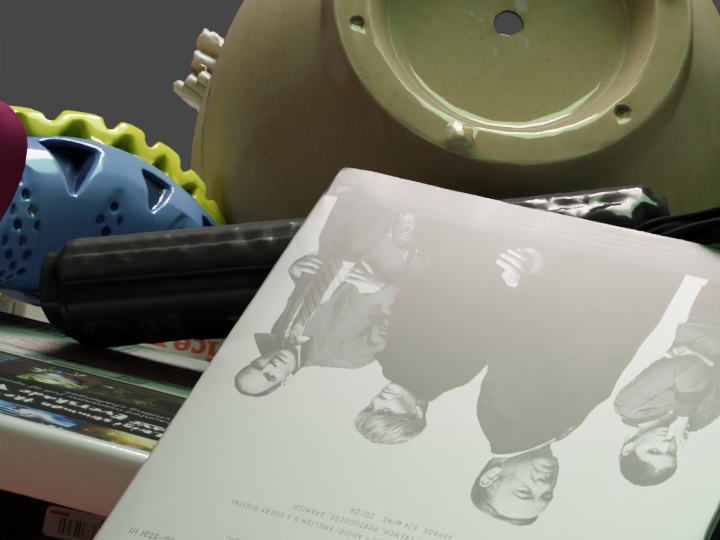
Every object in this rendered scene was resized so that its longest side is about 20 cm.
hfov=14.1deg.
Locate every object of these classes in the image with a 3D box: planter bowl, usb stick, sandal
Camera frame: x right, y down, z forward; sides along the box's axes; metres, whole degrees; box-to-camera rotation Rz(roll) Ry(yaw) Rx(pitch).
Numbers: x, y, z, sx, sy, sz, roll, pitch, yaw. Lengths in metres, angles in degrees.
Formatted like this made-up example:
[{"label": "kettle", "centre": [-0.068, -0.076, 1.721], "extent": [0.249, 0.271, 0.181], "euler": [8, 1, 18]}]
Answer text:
[{"label": "planter bowl", "centre": [0.043, -0.060, 0.990], "extent": [0.199, 0.201, 0.135], "euler": [11, -25, 0]}, {"label": "usb stick", "centre": [0.000, 0.000, 0.911], "extent": [0.199, 0.033, 0.055], "euler": [-6, -15, 10]}, {"label": "sandal", "centre": [-0.135, -0.018, 0.959], "extent": [0.199, 0.080, 0.087], "euler": [21, 38, -17]}]

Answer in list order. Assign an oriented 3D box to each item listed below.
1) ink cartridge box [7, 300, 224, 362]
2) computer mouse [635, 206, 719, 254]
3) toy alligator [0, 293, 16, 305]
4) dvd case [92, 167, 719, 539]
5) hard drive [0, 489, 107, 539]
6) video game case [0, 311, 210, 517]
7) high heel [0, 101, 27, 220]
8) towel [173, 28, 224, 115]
[{"label": "ink cartridge box", "centre": [-0.074, 0.015, 1.108], "extent": [0.115, 0.068, 0.200], "euler": [10, -5, -9]}, {"label": "computer mouse", "centre": [0.081, 0.018, 0.864], "extent": [0.058, 0.034, 0.200], "euler": [5, -18, -22]}, {"label": "toy alligator", "centre": [-0.163, -0.004, 1.123], "extent": [0.059, 0.054, 0.200], "euler": [41, -25, -19]}, {"label": "dvd case", "centre": [0.021, 0.056, 0.747], "extent": [0.150, 0.025, 0.200], "euler": [13, 47, 22]}, {"label": "hard drive", "centre": [-0.035, 0.078, 0.928], "extent": [0.139, 0.038, 0.200], "euler": [11, 7, 4]}, {"label": "video game case", "centre": [-0.073, 0.046, 0.880], "extent": [0.199, 0.023, 0.182], "euler": [13, 6, 17]}, {"label": "high heel", "centre": [-0.151, 0.021, 0.751], "extent": [0.068, 0.200, 0.096], "euler": [56, -22, -22]}, {"label": "towel", "centre": [0.014, 0.002, 1.137], "extent": [0.200, 0.032, 0.191], "euler": [39, -9, 13]}]
